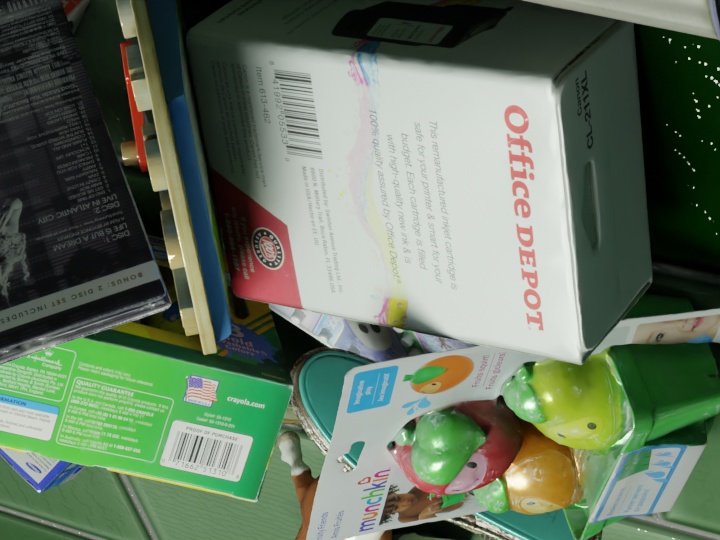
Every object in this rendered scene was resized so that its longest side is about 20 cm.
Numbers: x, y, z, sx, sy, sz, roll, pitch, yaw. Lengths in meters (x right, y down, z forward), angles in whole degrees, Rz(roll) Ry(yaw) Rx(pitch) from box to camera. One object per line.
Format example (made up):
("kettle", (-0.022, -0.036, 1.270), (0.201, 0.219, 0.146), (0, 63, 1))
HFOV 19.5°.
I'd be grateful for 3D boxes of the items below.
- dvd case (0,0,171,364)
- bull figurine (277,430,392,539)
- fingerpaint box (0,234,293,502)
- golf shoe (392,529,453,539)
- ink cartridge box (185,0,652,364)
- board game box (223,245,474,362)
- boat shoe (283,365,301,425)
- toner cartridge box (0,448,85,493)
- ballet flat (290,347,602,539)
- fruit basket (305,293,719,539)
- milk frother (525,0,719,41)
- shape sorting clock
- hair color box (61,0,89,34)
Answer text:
("dvd case", (-0.190, -0.041, 1.003), (0.016, 0.148, 0.200), (83, 166, -58))
("bull figurine", (-0.015, 0.170, 1.303), (0.065, 0.201, 0.121), (8, -164, -24))
("fingerpaint box", (-0.146, 0.032, 1.092), (0.199, 0.167, 0.074), (14, 109, -15))
("golf shoe", (0.076, 0.250, 1.372), (0.088, 0.077, 0.200), (-15, 124, 43))
("ink cartridge box", (0.030, -0.051, 0.990), (0.200, 0.083, 0.146), (11, 123, 31))
("board game box", (0.000, 0.000, 1.162), (0.200, 0.026, 0.200), (33, 147, 2))
("boat shoe", (-0.099, 0.048, 1.234), (0.200, 0.066, 0.072), (11, 178, -24))
("toner cartridge box", (-0.204, 0.085, 1.281), (0.095, 0.043, 0.200), (45, 176, 1))
("ballet flat", (0.043, 0.114, 1.197), (0.200, 0.068, 0.075), (29, 163, 0))
("fruit basket", (0.078, 0.086, 1.060), (0.185, 0.199, 0.094), (104, 147, -55))
("milk frother", (0.048, -0.154, 0.770), (0.188, 0.200, 0.181), (15, 138, 27))
("shape sorting clock", (-0.094, -0.058, 1.002), (0.039, 0.200, 0.200), (-10, 138, -1))
("hair color box", (-0.223, -0.093, 1.167), (0.061, 0.102, 0.200), (39, 147, 0))
